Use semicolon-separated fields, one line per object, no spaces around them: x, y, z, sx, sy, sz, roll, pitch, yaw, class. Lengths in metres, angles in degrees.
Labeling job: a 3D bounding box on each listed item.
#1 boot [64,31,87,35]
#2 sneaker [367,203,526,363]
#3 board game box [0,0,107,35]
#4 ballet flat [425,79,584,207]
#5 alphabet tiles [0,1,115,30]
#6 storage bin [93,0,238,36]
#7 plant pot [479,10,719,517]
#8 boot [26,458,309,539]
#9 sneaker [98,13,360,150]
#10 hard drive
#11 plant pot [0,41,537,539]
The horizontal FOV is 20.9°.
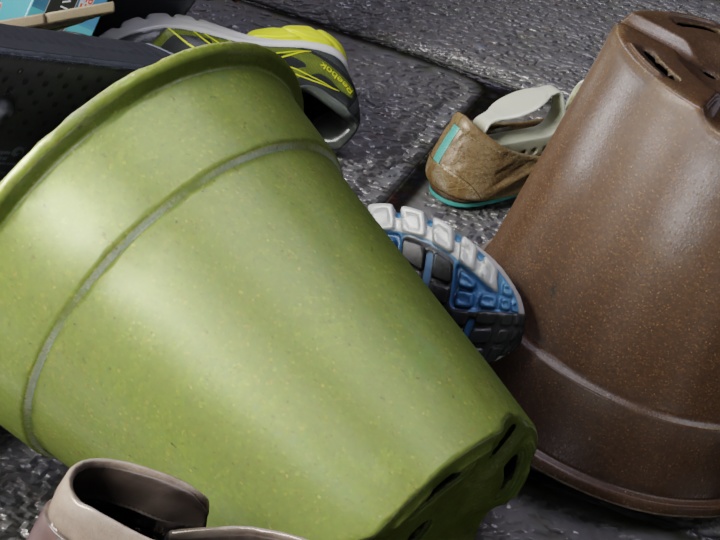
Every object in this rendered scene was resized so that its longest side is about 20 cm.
-0.166;-0.075;1.068;0.068;0.131;0.200;-14;38;-42;boot
0.000;0.000;0.998;0.200;0.075;0.087;20;0;26;sneaker
-0.192;-0.201;1.191;0.047;0.200;0.151;20;10;-32;board game box
0.128;-0.089;1.289;0.200;0.072;0.068;-8;33;-35;ballet flat
-0.232;-0.091;0.869;0.200;0.008;0.167;-16;8;-30;alphabet tiles
-0.137;-0.212;1.283;0.146;0.200;0.134;29;34;-19;storage bin
0.159;-0.013;0.998;0.200;0.198;0.200;17;27;-9;plant pot
-0.107;0.131;0.691;0.200;0.146;0.070;11;31;-3;boot
-0.088;-0.113;1.236;0.200;0.075;0.085;-7;43;-24;sneaker
-0.157;-0.014;0.789;0.135;0.200;0.042;1;40;-46;hard drive
-0.035;0.044;0.774;0.190;0.200;0.200;42;37;21;plant pot
